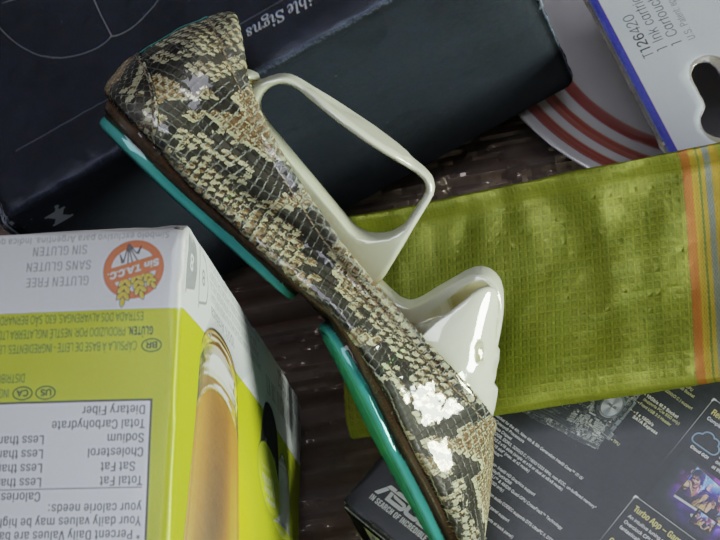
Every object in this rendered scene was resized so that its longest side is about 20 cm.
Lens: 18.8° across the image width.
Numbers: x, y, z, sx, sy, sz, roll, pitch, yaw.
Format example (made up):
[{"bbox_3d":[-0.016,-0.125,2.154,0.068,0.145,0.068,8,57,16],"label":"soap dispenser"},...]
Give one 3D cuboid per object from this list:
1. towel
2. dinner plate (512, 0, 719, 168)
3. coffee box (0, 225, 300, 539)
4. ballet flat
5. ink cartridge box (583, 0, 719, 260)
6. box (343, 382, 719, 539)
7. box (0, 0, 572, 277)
[{"bbox_3d":[0.086,0.002,0.739,0.200,0.018,0.086,-11,66,19],"label":"towel"},{"bbox_3d":[0.142,-0.114,0.843,0.200,0.024,0.200,-4,66,10],"label":"dinner plate"},{"bbox_3d":[-0.132,0.114,0.689,0.200,0.200,0.198,-3,71,9],"label":"coffee box"},{"bbox_3d":[0.000,0.000,0.707,0.075,0.068,0.200,-38,96,-1],"label":"ballet flat"},{"bbox_3d":[0.200,-0.075,0.776,0.200,0.047,0.198,-24,62,2],"label":"ink cartridge box"},{"bbox_3d":[0.120,0.085,0.748,0.200,0.044,0.160,35,77,22],"label":"box"},{"bbox_3d":[-0.058,-0.122,0.816,0.200,0.124,0.197,-28,63,6],"label":"box"}]
